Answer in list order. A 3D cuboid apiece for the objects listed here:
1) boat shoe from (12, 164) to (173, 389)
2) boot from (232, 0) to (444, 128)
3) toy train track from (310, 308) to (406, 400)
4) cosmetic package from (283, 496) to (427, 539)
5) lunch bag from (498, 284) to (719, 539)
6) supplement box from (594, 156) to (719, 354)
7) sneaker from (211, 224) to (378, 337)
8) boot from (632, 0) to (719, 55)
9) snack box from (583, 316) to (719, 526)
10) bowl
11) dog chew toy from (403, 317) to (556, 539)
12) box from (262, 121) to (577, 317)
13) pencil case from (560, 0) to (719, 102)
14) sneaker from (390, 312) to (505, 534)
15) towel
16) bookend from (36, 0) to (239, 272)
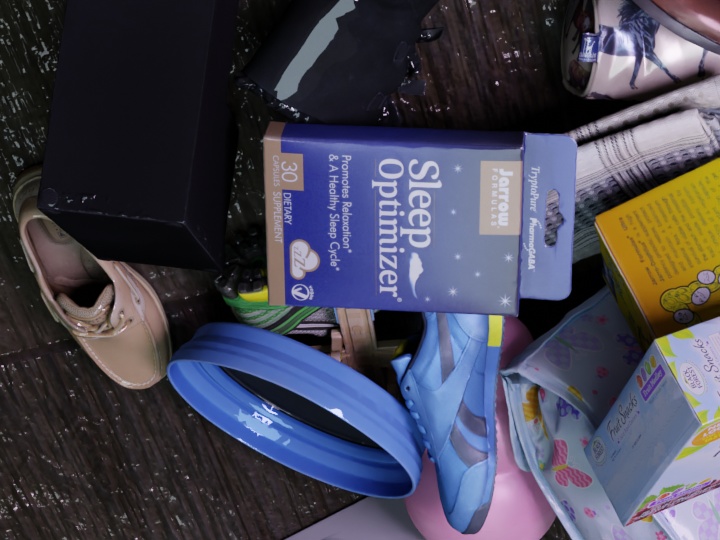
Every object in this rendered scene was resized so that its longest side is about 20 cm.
[{"bbox_3d":[-0.195,0.019,1.333,0.071,0.065,0.200,-21,125,11],"label":"boat shoe"},{"bbox_3d":[-0.026,-0.176,1.179,0.198,0.073,0.163,18,117,-35],"label":"boot"},{"bbox_3d":[-0.004,0.042,1.302,0.114,0.033,0.200,-5,137,6],"label":"toy train track"},{"bbox_3d":[0.003,0.304,1.477,0.199,0.200,0.123,-29,124,17],"label":"cosmetic package"},{"bbox_3d":[0.207,0.111,1.347,0.200,0.169,0.127,56,146,-4],"label":"lunch bag"},{"bbox_3d":[0.270,-0.014,1.246,0.200,0.110,0.109,-26,157,1],"label":"supplement box"},{"bbox_3d":[0.000,0.000,1.338,0.199,0.078,0.085,-11,137,12],"label":"sneaker"},{"bbox_3d":[0.226,-0.253,1.130,0.200,0.068,0.188,-45,75,24],"label":"boot"},{"bbox_3d":[0.261,0.076,1.200,0.199,0.068,0.169,-19,156,-20],"label":"snack box"},{"bbox_3d":[-0.044,0.100,1.353,0.200,0.039,0.201,23,159,9],"label":"bowl"},{"bbox_3d":[0.092,0.117,1.400,0.124,0.125,0.201,-2,118,-3],"label":"dog chew toy"},{"bbox_3d":[0.038,-0.032,1.203,0.199,0.032,0.122,2,116,5],"label":"box"},{"bbox_3d":[0.235,-0.154,1.230,0.199,0.078,0.090,0,141,-4],"label":"pencil case"},{"bbox_3d":[0.056,0.088,1.293,0.078,0.066,0.201,-3,109,-9],"label":"sneaker"},{"bbox_3d":[0.181,-0.055,1.272,0.199,0.035,0.193,-21,155,13],"label":"towel"},{"bbox_3d":[-0.130,-0.114,1.202,0.092,0.199,0.201,7,83,4],"label":"bookend"}]
